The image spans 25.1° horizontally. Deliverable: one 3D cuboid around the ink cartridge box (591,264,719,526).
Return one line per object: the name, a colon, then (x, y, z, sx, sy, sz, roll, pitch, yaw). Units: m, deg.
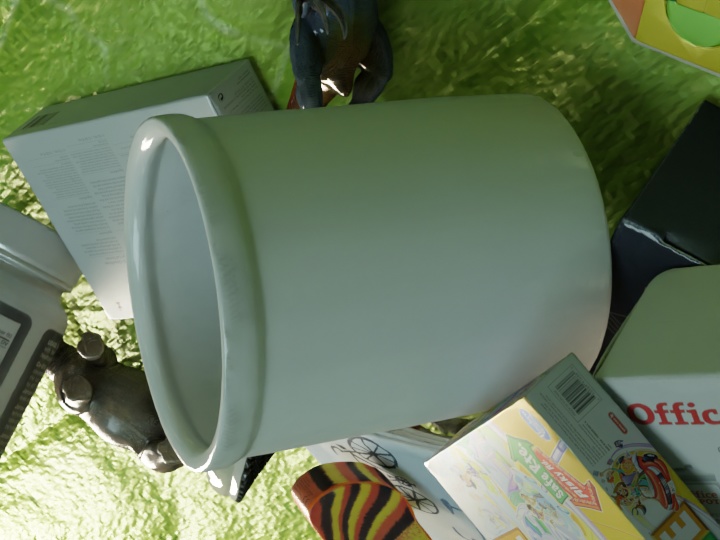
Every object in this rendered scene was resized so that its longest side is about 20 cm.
ink cartridge box: (0.210, 0.100, 0.732, 0.146, 0.083, 0.201, -5, 121, 40)

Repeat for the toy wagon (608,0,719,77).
toy wagon: (0.174, -0.180, 0.728, 0.155, 0.040, 0.201, 25, 136, 18)

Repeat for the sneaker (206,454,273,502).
sneaker: (-0.100, 0.087, 1.124, 0.093, 0.070, 0.200, 30, 151, 12)

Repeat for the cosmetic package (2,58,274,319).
cosmetic package: (-0.122, -0.047, 1.055, 0.199, 0.052, 0.151, -6, 119, 40)

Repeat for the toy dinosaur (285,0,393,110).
toy dinosaur: (-0.024, -0.147, 0.877, 0.199, 0.105, 0.183, 4, 107, 49)

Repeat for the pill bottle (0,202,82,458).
pill bottle: (-0.276, 0.054, 1.133, 0.113, 0.201, 0.114, 26, 172, 4)

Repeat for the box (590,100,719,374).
box: (0.212, 0.055, 0.841, 0.196, 0.118, 0.201, 30, 138, 12)

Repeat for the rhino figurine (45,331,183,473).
rhino figurine: (-0.200, 0.084, 1.213, 0.199, 0.060, 0.088, 34, 164, 10)

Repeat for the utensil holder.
utensil holder: (0.000, 0.000, 0.801, 0.170, 0.199, 0.171, 173, 90, -68)

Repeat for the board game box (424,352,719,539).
board game box: (0.126, 0.142, 0.750, 0.200, 0.034, 0.134, 50, 155, 4)

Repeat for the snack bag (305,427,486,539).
snack bag: (0.056, 0.149, 1.062, 0.199, 0.021, 0.189, 10, 152, 38)

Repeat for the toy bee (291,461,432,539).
toy bee: (0.033, 0.196, 1.061, 0.131, 0.108, 0.201, 50, 162, 42)

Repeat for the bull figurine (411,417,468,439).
bull figurine: (0.042, 0.046, 0.999, 0.121, 0.065, 0.200, 36, 144, -4)
